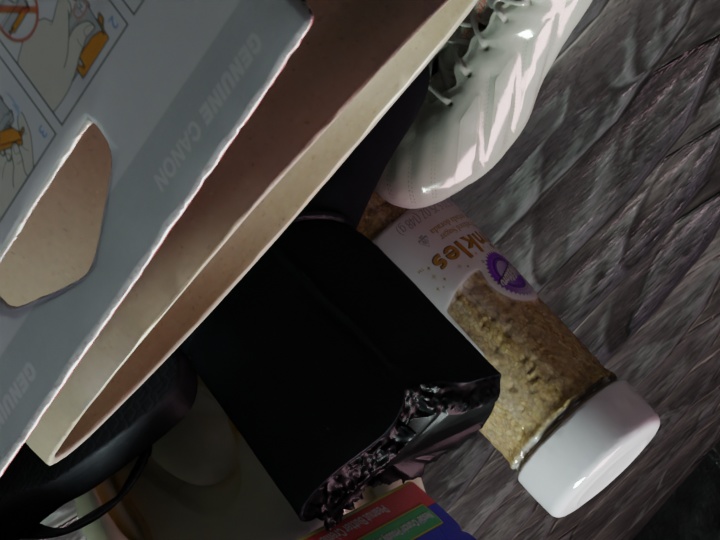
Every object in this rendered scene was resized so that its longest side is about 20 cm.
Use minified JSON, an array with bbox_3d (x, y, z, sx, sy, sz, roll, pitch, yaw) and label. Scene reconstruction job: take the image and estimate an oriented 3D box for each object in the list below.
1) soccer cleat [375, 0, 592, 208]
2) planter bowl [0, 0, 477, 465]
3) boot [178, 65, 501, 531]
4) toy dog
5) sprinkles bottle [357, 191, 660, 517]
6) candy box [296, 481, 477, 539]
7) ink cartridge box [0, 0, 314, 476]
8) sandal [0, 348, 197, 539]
[{"bbox_3d":[0.067,-0.116,1.293,0.200,0.069,0.078,-50,162,-2],"label":"soccer cleat"},{"bbox_3d":[-0.071,-0.062,0.841,0.200,0.135,0.200,-48,178,-2],"label":"planter bowl"},{"bbox_3d":[0.000,0.000,1.213,0.200,0.168,0.076,-35,163,-33],"label":"boot"},{"bbox_3d":[-0.059,0.109,1.356,0.140,0.194,0.200,-42,162,-53],"label":"toy dog"},{"bbox_3d":[0.049,0.021,1.355,0.068,0.200,0.068,-40,167,-11],"label":"sprinkles bottle"},{"bbox_3d":[-0.040,0.194,1.203,0.200,0.077,0.169,-51,167,18],"label":"candy box"},{"bbox_3d":[-0.095,-0.060,0.721,0.044,0.174,0.200,-18,152,-48],"label":"ink cartridge box"},{"bbox_3d":[-0.137,0.088,1.258,0.200,0.043,0.076,-36,-143,31],"label":"sandal"}]
